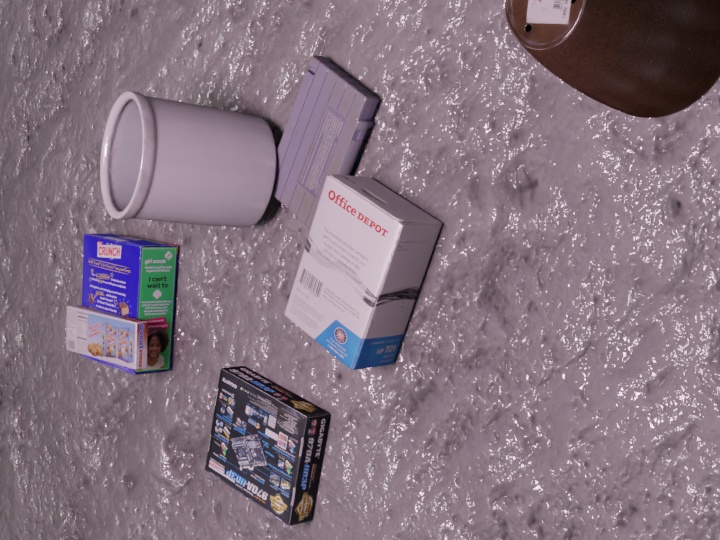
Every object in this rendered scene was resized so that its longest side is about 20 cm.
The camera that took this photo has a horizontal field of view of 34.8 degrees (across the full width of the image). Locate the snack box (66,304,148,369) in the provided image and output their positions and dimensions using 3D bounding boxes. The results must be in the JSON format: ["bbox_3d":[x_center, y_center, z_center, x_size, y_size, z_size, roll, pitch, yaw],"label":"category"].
[{"bbox_3d":[-0.397,0.102,1.787,0.198,0.024,0.073,8,98,44],"label":"snack box"}]

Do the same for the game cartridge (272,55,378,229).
[{"bbox_3d":[-0.053,-0.167,1.531,0.129,0.038,0.202,40,118,32],"label":"game cartridge"}]

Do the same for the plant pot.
[{"bbox_3d":[0.237,-0.252,1.116,0.185,0.198,0.190,1,92,44],"label":"plant pot"}]

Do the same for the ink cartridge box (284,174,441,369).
[{"bbox_3d":[0.000,0.000,1.445,0.146,0.085,0.202,35,114,38],"label":"ink cartridge box"}]

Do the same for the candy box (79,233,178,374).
[{"bbox_3d":[-0.372,0.049,1.830,0.168,0.076,0.203,12,101,45],"label":"candy box"}]

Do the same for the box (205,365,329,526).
[{"bbox_3d":[-0.135,0.243,1.618,0.199,0.046,0.162,21,106,43],"label":"box"}]

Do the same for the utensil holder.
[{"bbox_3d":[-0.237,-0.145,1.578,0.169,0.198,0.173,-15,73,56],"label":"utensil holder"}]
